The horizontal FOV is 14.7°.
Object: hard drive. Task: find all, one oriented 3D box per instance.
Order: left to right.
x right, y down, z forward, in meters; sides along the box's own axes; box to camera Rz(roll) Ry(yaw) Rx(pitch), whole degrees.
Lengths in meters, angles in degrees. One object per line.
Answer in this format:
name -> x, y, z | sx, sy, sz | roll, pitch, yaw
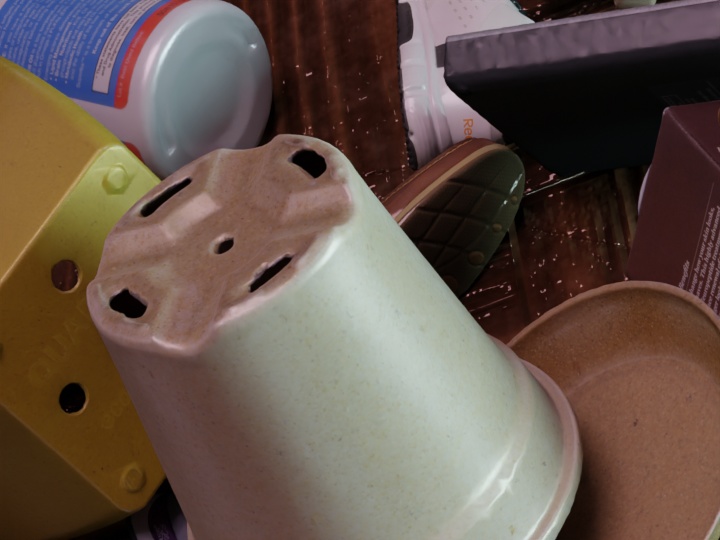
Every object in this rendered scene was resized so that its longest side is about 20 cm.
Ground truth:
hard drive -> 0.159, -0.092, 1.382 | 0.199, 0.139, 0.033 | -7, 70, 27

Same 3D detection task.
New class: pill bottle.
pill bottle -> -0.158, -0.114, 1.611 | 0.200, 0.112, 0.112 | 14, 64, 37

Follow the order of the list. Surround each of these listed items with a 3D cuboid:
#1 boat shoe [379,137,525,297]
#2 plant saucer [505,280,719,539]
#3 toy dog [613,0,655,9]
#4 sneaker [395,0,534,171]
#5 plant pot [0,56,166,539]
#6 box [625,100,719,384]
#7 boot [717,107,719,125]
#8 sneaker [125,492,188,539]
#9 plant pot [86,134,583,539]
boat shoe -> 0.000, 0.001, 1.452 | 0.200, 0.072, 0.068 | -45, 47, -5
plant saucer -> 0.109, 0.102, 1.303 | 0.200, 0.035, 0.201 | -30, 43, 32
toy dog -> 0.125, -0.235, 1.534 | 0.131, 0.096, 0.200 | -4, 49, -15
sneaker -> 0.058, -0.134, 1.535 | 0.080, 0.074, 0.200 | -7, 49, 4
plant pot -> -0.161, 0.022, 1.412 | 0.200, 0.200, 0.176 | -54, 31, -17
box -> 0.206, 0.014, 1.285 | 0.075, 0.100, 0.200 | -10, 40, -26
boot -> 0.259, -0.071, 1.256 | 0.068, 0.188, 0.200 | -18, 32, 43
sneaker -> -0.049, 0.164, 1.352 | 0.087, 0.075, 0.200 | -29, 44, 1
plant pot -> -0.025, 0.048, 1.264 | 0.200, 0.184, 0.201 | -20, 36, 15
